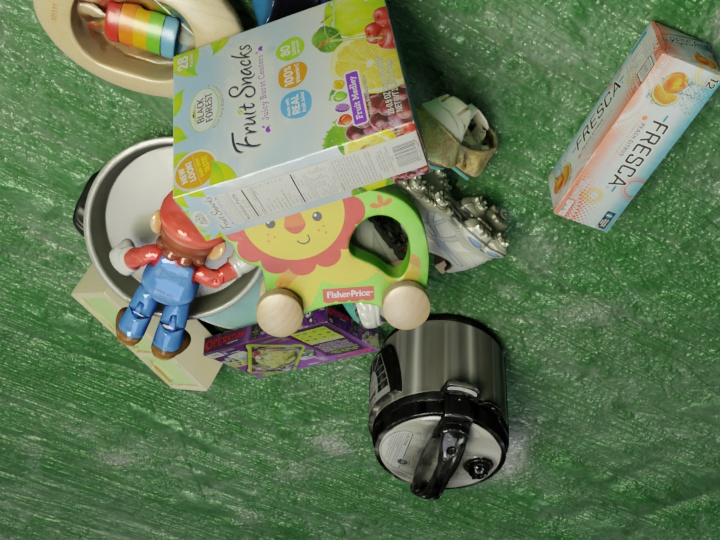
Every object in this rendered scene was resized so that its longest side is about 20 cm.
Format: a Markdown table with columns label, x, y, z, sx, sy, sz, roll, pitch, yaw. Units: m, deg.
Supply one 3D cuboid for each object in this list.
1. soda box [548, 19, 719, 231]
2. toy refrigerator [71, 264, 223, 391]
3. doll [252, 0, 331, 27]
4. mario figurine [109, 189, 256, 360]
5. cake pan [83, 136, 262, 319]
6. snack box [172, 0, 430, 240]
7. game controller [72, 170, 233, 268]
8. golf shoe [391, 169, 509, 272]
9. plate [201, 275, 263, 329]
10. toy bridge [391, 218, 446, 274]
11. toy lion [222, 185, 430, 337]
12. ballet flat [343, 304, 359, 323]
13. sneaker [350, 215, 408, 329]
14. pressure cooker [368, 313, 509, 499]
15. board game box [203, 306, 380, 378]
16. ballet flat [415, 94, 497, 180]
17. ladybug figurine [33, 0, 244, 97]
| label | x | y | z | sx | sy | sz | roll | pitch | yaw |
| --- | --- | --- | --- | --- | --- | --- | --- | --- | --- |
| soda box | 0.262 | -0.136 | 0.795 | 0.068 | 0.064 | 0.201 | 17 | 134 | -10 |
| toy refrigerator | -0.265 | 0.071 | 1.032 | 0.075 | 0.070 | 0.201 | -2 | 138 | 39 |
| doll | -0.043 | -0.238 | 0.742 | 0.136 | 0.049 | 0.200 | 35 | 132 | -18 |
| mario figurine | -0.182 | -0.011 | 0.844 | 0.122 | 0.106 | 0.201 | 6 | 124 | -41 |
| cake pan | -0.195 | -0.046 | 0.877 | 0.197 | 0.037 | 0.203 | -1 | 109 | -3 |
| snack box | -0.056 | -0.133 | 0.679 | 0.198 | 0.170 | 0.068 | -18 | 144 | 10 |
| game controller | -0.233 | -0.033 | 0.933 | 0.199 | 0.042 | 0.104 | 33 | 123 | -13 |
| golf shoe | 0.063 | -0.060 | 0.848 | 0.199 | 0.079 | 0.097 | 37 | 129 | -24 |
| plate | -0.172 | -0.002 | 0.980 | 0.198 | 0.026 | 0.201 | 12 | 139 | 10 |
| toy bridge | 0.064 | -0.075 | 0.899 | 0.067 | 0.027 | 0.200 | -29 | 123 | 28 |
| toy lion | -0.034 | -0.038 | 0.770 | 0.197 | 0.069 | 0.194 | -3 | 116 | 0 |
| ballet flat | 0.000 | 0.000 | 0.942 | 0.070 | 0.068 | 0.201 | 6 | 140 | 41 |
| sneaker | 0.015 | -0.032 | 0.848 | 0.078 | 0.074 | 0.202 | -11 | 123 | 12 |
| pressure cooker | 0.101 | 0.177 | 1.016 | 0.177 | 0.201 | 0.176 | -21 | 129 | 25 |
| board game box | -0.088 | 0.094 | 1.036 | 0.198 | 0.033 | 0.120 | -16 | 146 | 29 |
| ballet flat | 0.083 | -0.130 | 0.761 | 0.070 | 0.072 | 0.199 | -20 | 172 | 23 |
| ladybug figurine | -0.194 | -0.232 | 0.747 | 0.198 | 0.072 | 0.136 | 18 | 134 | -11 |
